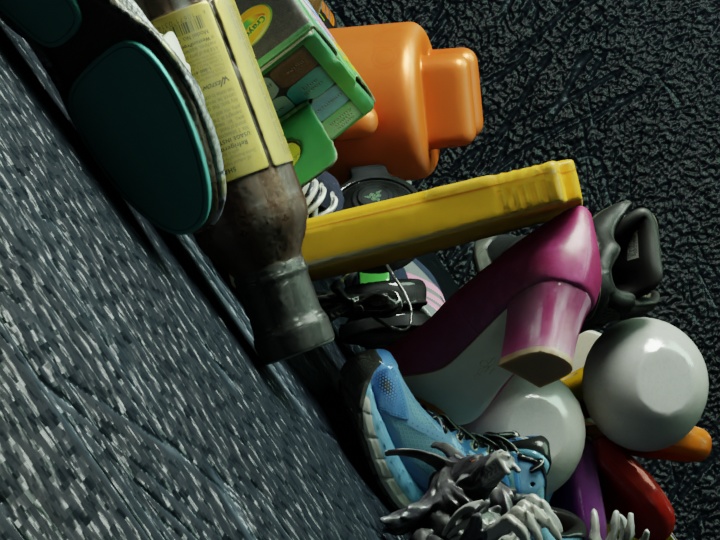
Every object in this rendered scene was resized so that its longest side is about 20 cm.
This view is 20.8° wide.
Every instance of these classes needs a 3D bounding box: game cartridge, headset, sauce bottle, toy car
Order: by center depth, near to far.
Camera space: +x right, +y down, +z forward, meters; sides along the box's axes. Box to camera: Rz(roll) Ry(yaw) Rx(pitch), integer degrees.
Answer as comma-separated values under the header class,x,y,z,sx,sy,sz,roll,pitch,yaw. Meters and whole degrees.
class,x,y,z,sx,sy,sz,roll,pitch,yaw
sauce bottle,-0.066,-0.052,0.994,0.065,0.064,0.201,-23,94,-85
game cartridge,0.031,-0.027,1.143,0.176,0.198,0.033,8,67,-84
toy car,0.134,0.121,1.264,0.175,0.199,0.151,162,-92,-75
headset,0.000,0.000,1.335,0.200,0.093,0.125,-110,-166,-75

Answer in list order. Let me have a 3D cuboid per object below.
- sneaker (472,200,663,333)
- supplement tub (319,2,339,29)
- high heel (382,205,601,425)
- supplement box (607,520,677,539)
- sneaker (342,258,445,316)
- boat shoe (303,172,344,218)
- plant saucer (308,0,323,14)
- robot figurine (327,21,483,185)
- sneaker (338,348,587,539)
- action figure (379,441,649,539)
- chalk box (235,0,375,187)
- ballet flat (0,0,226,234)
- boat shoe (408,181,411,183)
class,x,y,z,sx,sy,sz,roll,pitch,yaw
sneaker,0.131,0.004,1.243,0.199,0.113,0.077,-131,-156,-87
supplement tub,-0.096,-0.199,1.530,0.200,0.122,0.123,53,5,-29
high heel,0.062,0.029,1.139,0.067,0.097,0.200,27,-29,-22
supplement box,0.141,0.151,1.509,0.110,0.109,0.200,50,6,-45
sneaker,0.031,0.030,1.501,0.082,0.070,0.200,54,3,-47
boat shoe,-0.045,-0.053,1.248,0.093,0.075,0.200,41,8,-18
plant saucer,-0.103,-0.204,1.242,0.035,0.200,0.201,0,49,-49
robot figurine,-0.012,-0.119,1.433,0.117,0.198,0.145,73,17,-49
sneaker,0.061,0.109,1.123,0.200,0.090,0.078,51,6,-31
action figure,0.090,0.153,0.997,0.118,0.102,0.201,2,51,-48
chalk box,-0.081,-0.116,1.101,0.201,0.124,0.124,58,6,22
ballet flat,-0.120,-0.111,0.930,0.201,0.072,0.072,53,5,-10
boat shoe,-0.028,-0.057,1.556,0.071,0.068,0.200,18,2,-32
